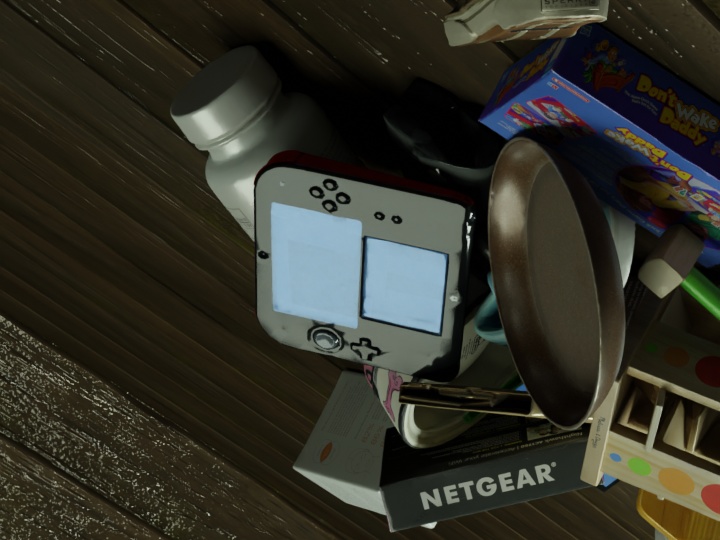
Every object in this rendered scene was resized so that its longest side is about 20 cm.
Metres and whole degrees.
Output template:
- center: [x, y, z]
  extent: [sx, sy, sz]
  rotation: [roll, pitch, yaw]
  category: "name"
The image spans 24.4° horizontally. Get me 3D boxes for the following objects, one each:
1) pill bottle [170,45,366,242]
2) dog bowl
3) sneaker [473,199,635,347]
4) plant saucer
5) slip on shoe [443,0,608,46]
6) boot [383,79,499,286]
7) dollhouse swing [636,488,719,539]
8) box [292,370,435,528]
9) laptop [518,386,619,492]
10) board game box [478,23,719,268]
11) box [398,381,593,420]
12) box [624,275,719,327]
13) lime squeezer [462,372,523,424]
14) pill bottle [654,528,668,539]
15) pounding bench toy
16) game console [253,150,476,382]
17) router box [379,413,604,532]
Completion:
- center: [-0.064, -0.083, 1.386]
  extent: [0.114, 0.114, 0.200]
  rotation: [5, 139, 55]
  category: "pill bottle"
- center: [0.086, 0.060, 1.487]
  extent: [0.074, 0.200, 0.200]
  rotation: [41, 171, 27]
  category: "dog bowl"
- center: [0.145, 0.006, 1.284]
  extent: [0.082, 0.074, 0.200]
  rotation: [-1, 145, -20]
  category: "sneaker"
- center: [0.135, 0.007, 1.131]
  extent: [0.032, 0.201, 0.200]
  rotation: [-9, 170, -13]
  category: "plant saucer"
- center: [0.095, -0.169, 0.986]
  extent: [0.076, 0.061, 0.200]
  rotation: [-5, -176, -6]
  category: "slip on shoe"
- center: [0.101, -0.059, 1.317]
  extent: [0.164, 0.066, 0.200]
  rotation: [23, 159, 13]
  category: "boot"
- center: [0.261, 0.146, 1.511]
  extent: [0.175, 0.183, 0.200]
  rotation: [17, 164, 1]
  category: "dollhouse swing"
- center: [0.034, 0.228, 2.155]
  extent: [0.106, 0.153, 0.200]
  rotation: [37, 163, -31]
  category: "box"
- center: [0.239, 0.179, 1.722]
  extent: [0.177, 0.104, 0.200]
  rotation: [32, -173, -13]
  category: "laptop"
- center: [0.192, -0.080, 1.109]
  extent: [0.199, 0.045, 0.134]
  rotation: [32, 164, -10]
  category: "board game box"
- center: [0.158, 0.113, 1.380]
  extent: [0.199, 0.021, 0.163]
  rotation: [9, 174, -37]
  category: "box"
- center: [0.266, 0.058, 1.334]
  extent: [0.199, 0.075, 0.100]
  rotation: [6, 153, 45]
  category: "box"
- center: [0.171, 0.066, 1.488]
  extent: [0.070, 0.200, 0.038]
  rotation: [5, -131, -48]
  category: "lime squeezer"
- center: [0.404, 0.288, 1.777]
  extent: [0.110, 0.111, 0.200]
  rotation: [34, 163, -18]
  category: "pill bottle"
- center: [0.259, 0.075, 1.158]
  extent: [0.155, 0.124, 0.201]
  rotation: [22, 140, 18]
  category: "pounding bench toy"
- center: [0.000, 0.000, 1.326]
  extent: [0.176, 0.031, 0.201]
  rotation: [16, 135, 14]
  category: "game console"
- center: [0.119, 0.171, 1.545]
  extent: [0.149, 0.199, 0.051]
  rotation: [-75, -30, -74]
  category: "router box"
